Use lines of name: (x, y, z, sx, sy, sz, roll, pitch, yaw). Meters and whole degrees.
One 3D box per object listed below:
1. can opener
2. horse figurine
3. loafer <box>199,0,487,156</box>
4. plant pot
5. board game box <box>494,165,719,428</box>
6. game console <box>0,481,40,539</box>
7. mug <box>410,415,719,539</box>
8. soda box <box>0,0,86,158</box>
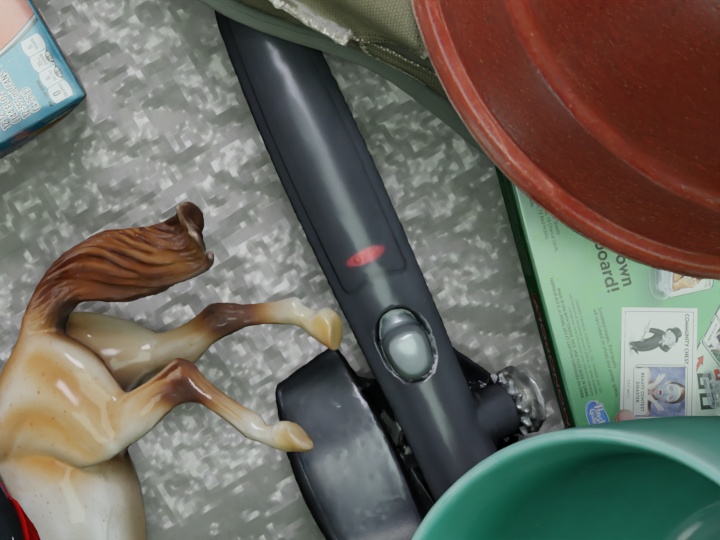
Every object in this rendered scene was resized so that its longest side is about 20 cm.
can opener: (0.000, 0.000, 0.853, 0.078, 0.063, 0.200, -20, 94, -10)
horse figurine: (-0.072, 0.072, 0.849, 0.132, 0.050, 0.201, 4, 103, 18)
loafer: (0.014, -0.095, 0.812, 0.200, 0.070, 0.075, 29, 73, -7)
plant pot: (0.131, -0.107, 0.704, 0.200, 0.195, 0.201, 2, 83, -14)
board game box: (0.109, -0.047, 0.876, 0.134, 0.029, 0.201, -15, 93, -4)
game console: (-0.202, 0.076, 0.813, 0.177, 0.031, 0.200, -38, 62, -3)
mug: (0.086, 0.114, 0.801, 0.185, 0.114, 0.152, 17, 101, 37)
soda box: (-0.158, -0.122, 0.833, 0.063, 0.068, 0.200, -31, 95, -2)
